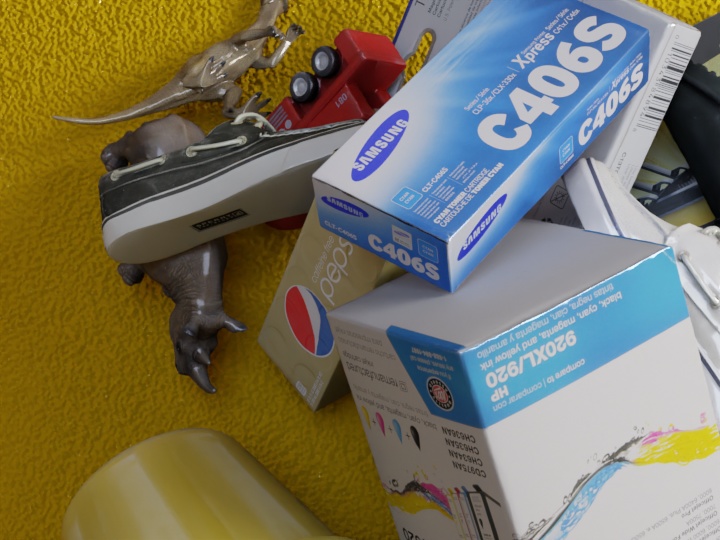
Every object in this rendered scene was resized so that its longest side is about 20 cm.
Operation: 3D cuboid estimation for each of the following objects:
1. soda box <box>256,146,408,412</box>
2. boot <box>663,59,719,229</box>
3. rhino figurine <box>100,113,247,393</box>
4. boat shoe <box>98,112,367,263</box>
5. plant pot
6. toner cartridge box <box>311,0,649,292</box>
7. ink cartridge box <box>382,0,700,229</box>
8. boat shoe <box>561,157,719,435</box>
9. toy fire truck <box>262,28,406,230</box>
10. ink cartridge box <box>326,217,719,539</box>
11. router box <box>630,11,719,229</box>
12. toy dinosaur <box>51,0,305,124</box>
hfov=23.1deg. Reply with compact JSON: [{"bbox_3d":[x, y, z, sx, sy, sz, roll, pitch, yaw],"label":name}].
[{"bbox_3d":[0.000,0.000,1.099,0.064,0.200,0.068,-26,66,-33],"label":"soda box"},{"bbox_3d":[0.212,-0.015,1.076,0.162,0.073,0.198,-46,69,4],"label":"boot"},{"bbox_3d":[-0.121,-0.012,1.180,0.060,0.087,0.200,0,68,-35],"label":"rhino figurine"},{"bbox_3d":[-0.075,-0.066,1.108,0.200,0.071,0.064,-17,68,12],"label":"boat shoe"},{"bbox_3d":[-0.085,0.206,1.068,0.201,0.201,0.189,-36,54,-1],"label":"plant pot"},{"bbox_3d":[0.072,-0.082,1.000,0.095,0.043,0.200,26,57,28],"label":"toner cartridge box"},{"bbox_3d":[0.095,-0.100,1.131,0.200,0.043,0.196,35,109,39],"label":"ink cartridge box"},{"bbox_3d":[0.190,0.009,1.004,0.070,0.071,0.200,-35,70,11],"label":"boat shoe"},{"bbox_3d":[0.007,-0.077,1.148,0.200,0.049,0.141,-46,60,30],"label":"toy fire truck"},{"bbox_3d":[0.099,0.095,0.983,0.145,0.147,0.200,-26,109,-25],"label":"ink cartridge box"},{"bbox_3d":[0.213,-0.068,1.155,0.200,0.052,0.157,-27,70,2],"label":"router box"},{"bbox_3d":[-0.107,-0.134,1.227,0.200,0.058,0.101,-37,29,-15],"label":"toy dinosaur"}]
